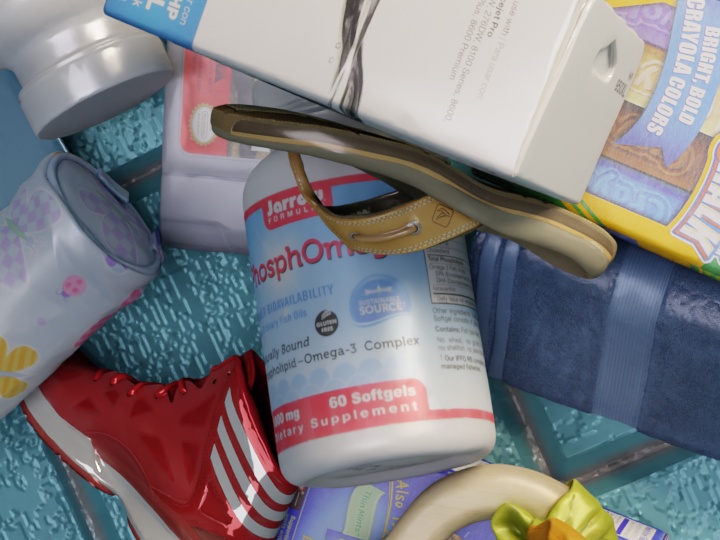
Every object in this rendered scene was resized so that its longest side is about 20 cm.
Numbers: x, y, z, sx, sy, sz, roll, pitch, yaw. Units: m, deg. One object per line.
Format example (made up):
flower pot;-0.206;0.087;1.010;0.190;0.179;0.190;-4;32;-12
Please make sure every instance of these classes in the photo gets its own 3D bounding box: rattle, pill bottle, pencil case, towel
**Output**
rattle;0.030;0.175;0.998;0.198;0.143;0.131;-10;109;7
pill bottle;0.000;0.000;1.029;0.108;0.109;0.202;-12;78;15
pill bottle;-0.175;-0.176;1.093;0.111;0.112;0.201;-27;86;15
pencil case;-0.197;0.027;1.100;0.200;0.091;0.083;-42;125;14
towel;0.148;0.034;1.051;0.199;0.049;0.112;20;140;14

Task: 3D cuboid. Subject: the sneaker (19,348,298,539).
sneaker;-0.096;0.072;1.106;0.200;0.078;0.116;43;105;29

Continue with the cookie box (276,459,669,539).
cookie box;0.041;0.185;1.102;0.199;0.075;0.172;21;99;12

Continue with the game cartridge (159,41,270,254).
game cartridge;-0.038;-0.107;1.112;0.132;0.041;0.202;4;97;10

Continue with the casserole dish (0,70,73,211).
casserole dish;-0.221;-0.065;1.161;0.121;0.039;0.201;-33;87;15

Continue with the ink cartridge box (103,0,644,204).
ink cartridge box;0.010;-0.106;0.918;0.199;0.144;0.085;23;95;17

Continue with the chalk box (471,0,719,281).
chalk box;0.175;-0.068;1.016;0.199;0.124;0.125;25;101;11

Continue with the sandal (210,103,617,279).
sandal;0.023;-0.027;0.953;0.199;0.080;0.054;22;91;-16
